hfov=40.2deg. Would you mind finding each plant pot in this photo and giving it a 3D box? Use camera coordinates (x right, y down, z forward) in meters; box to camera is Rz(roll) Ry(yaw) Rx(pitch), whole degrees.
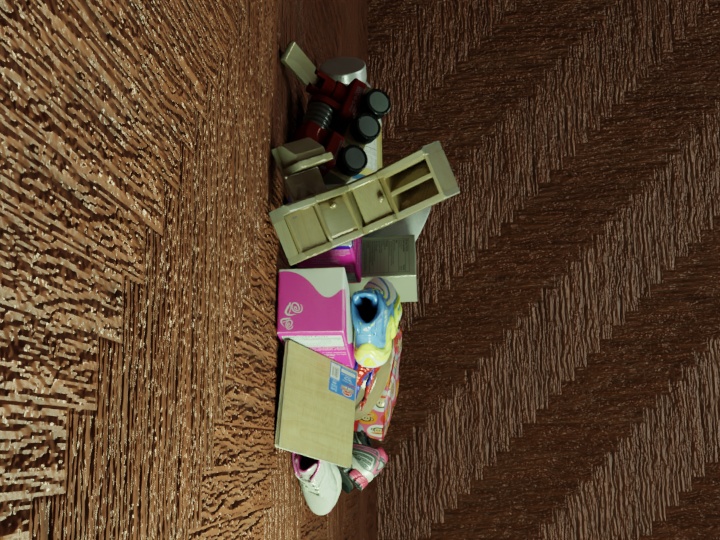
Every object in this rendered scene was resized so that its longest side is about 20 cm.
[{"bbox_3d":[-0.032,0.149,1.690,0.201,0.092,0.202,-40,-139,46],"label":"plant pot"}]

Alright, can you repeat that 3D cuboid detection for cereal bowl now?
[{"bbox_3d":[0.051,-0.068,1.869,0.201,0.083,0.200,-58,-173,12],"label":"cereal bowl"}]

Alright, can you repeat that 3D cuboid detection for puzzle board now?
[{"bbox_3d":[-0.064,0.202,1.459,0.200,0.017,0.152,33,56,-55],"label":"puzzle board"}]

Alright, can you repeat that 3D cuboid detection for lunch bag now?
[{"bbox_3d":[0.033,0.204,1.877,0.177,0.081,0.201,95,7,-49],"label":"lunch bag"}]

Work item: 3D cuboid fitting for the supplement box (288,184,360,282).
[{"bbox_3d":[-0.054,-0.054,1.580,0.200,0.102,0.102,80,10,-73],"label":"supplement box"}]

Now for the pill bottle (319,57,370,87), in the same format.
[{"bbox_3d":[-0.030,-0.331,2.042,0.114,0.113,0.201,-85,173,-56],"label":"pill bottle"}]

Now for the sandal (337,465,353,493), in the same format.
[{"bbox_3d":[-0.067,0.341,1.682,0.048,0.075,0.201,-46,147,-12],"label":"sandal"}]

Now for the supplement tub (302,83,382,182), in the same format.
[{"bbox_3d":[-0.033,-0.212,1.735,0.145,0.143,0.202,73,15,-75],"label":"supplement tub"}]

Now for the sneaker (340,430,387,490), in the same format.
[{"bbox_3d":[-0.021,0.303,1.723,0.200,0.075,0.081,41,-12,50],"label":"sneaker"}]

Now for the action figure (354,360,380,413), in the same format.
[{"bbox_3d":[-0.019,0.194,1.595,0.201,0.065,0.052,-59,-168,11],"label":"action figure"}]

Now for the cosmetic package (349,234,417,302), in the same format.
[{"bbox_3d":[0.000,0.000,1.726,0.073,0.198,0.104,84,6,-46],"label":"cosmetic package"}]

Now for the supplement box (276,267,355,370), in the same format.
[{"bbox_3d":[-0.063,0.078,1.491,0.200,0.102,0.102,83,7,-68],"label":"supplement box"}]

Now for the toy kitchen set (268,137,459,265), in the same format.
[{"bbox_3d":[-0.012,-0.132,1.371,0.199,0.180,0.164,-24,92,-44],"label":"toy kitchen set"}]

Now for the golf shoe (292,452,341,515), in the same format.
[{"bbox_3d":[-0.077,0.312,1.545,0.092,0.075,0.202,-46,140,-54],"label":"golf shoe"}]

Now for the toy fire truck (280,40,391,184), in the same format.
[{"bbox_3d":[-0.066,-0.254,1.572,0.129,0.199,0.177,-30,-146,61],"label":"toy fire truck"}]

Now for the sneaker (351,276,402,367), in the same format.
[{"bbox_3d":[0.025,0.053,1.541,0.201,0.075,0.106,-87,173,-52],"label":"sneaker"}]
